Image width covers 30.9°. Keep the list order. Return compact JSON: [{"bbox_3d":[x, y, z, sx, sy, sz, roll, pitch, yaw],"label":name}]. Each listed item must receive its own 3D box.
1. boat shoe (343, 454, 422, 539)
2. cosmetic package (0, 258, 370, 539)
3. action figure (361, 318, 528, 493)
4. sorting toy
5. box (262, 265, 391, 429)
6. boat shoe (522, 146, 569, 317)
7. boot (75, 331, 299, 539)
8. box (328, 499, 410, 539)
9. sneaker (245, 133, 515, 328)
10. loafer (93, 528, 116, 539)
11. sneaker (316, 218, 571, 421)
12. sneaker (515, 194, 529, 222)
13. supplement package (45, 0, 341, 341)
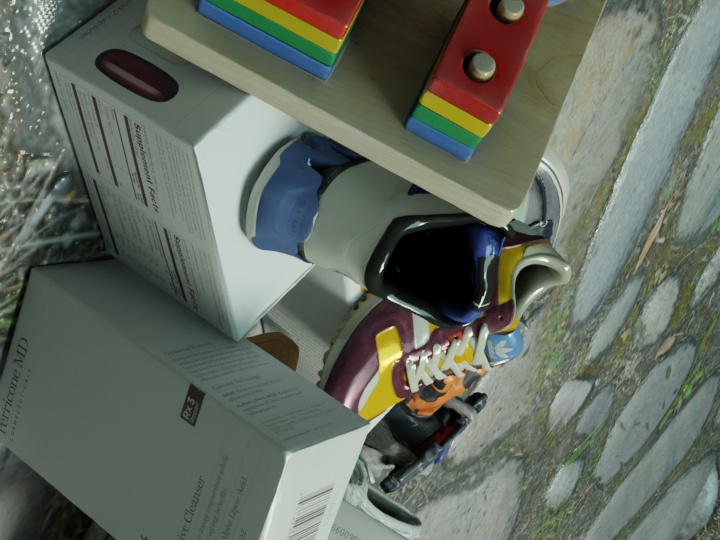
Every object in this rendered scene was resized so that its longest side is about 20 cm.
[{"bbox_3d":[-0.009,0.169,0.993,0.065,0.074,0.203,-39,136,-8],"label":"boat shoe"},{"bbox_3d":[-0.105,0.087,0.717,0.081,0.199,0.114,-11,124,-57],"label":"cosmetic package"},{"bbox_3d":[0.061,0.102,1.155,0.194,0.104,0.200,-52,169,22],"label":"action figure"},{"bbox_3d":[0.028,-0.158,0.630,0.200,0.198,0.070,-64,-176,-26],"label":"sorting toy"},{"bbox_3d":[0.000,0.000,0.924,0.124,0.097,0.201,-43,151,-27],"label":"box"},{"bbox_3d":[0.136,-0.022,1.144,0.201,0.074,0.093,80,29,-54],"label":"boat shoe"},{"bbox_3d":[-0.121,0.146,0.914,0.200,0.070,0.147,-38,153,-34],"label":"boot"},{"bbox_3d":[-0.053,0.238,0.931,0.107,0.151,0.200,-59,-179,-30],"label":"box"},{"bbox_3d":[0.039,-0.021,0.700,0.199,0.115,0.081,-18,136,-54],"label":"sneaker"},{"bbox_3d":[-0.137,0.252,0.801,0.075,0.069,0.203,12,79,-49],"label":"loafer"},{"bbox_3d":[0.055,0.041,0.850,0.200,0.090,0.075,-48,152,-20],"label":"sneaker"},{"bbox_3d":[0.088,-0.089,1.007,0.118,0.073,0.203,-22,127,-60],"label":"sneaker"},{"bbox_3d":[-0.049,-0.096,0.722,0.200,0.110,0.157,-45,151,-27],"label":"supplement package"}]
